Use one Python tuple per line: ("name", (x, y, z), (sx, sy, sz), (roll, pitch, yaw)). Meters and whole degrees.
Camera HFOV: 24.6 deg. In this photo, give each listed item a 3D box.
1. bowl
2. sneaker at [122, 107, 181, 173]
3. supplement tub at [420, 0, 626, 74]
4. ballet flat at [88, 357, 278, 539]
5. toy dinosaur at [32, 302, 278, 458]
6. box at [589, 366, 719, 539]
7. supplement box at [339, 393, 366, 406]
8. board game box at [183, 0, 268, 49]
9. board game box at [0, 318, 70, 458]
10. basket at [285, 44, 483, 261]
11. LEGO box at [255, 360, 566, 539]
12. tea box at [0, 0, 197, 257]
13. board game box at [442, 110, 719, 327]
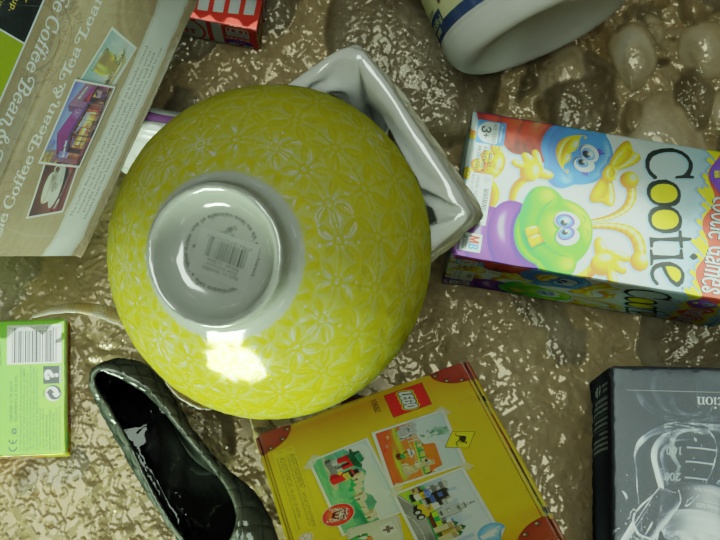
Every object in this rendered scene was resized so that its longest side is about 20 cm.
("bowl", (-0.066, -0.009, 0.941), (0.199, 0.108, 0.202), (1, 92, 14))
("sneaker", (-0.119, -0.059, 1.158), (0.199, 0.075, 0.100), (14, 99, 11))
("supplement tub", (0.091, -0.256, 1.161), (0.144, 0.145, 0.201), (-23, 80, -5))
("ballet flat", (-0.123, 0.144, 1.117), (0.066, 0.057, 0.200), (-44, 73, 12))
("toy dinosaur", (-0.113, 0.050, 1.120), (0.199, 0.058, 0.101), (35, 40, -4))
("box", (0.258, 0.161, 1.107), (0.198, 0.104, 0.183), (1, 81, 0))
("supplement box", (0.010, 0.195, 1.119), (0.108, 0.061, 0.201), (17, 81, 3))
("board game box", (-0.129, -0.275, 1.211), (0.150, 0.046, 0.201), (9, 80, 1))
("board game box", (-0.303, 0.085, 1.153), (0.198, 0.030, 0.096), (-1, 79, -4))
("basket", (-0.031, -0.030, 1.050), (0.200, 0.123, 0.136), (-36, 83, 13))
("LEGO box", (0.031, 0.157, 0.995), (0.148, 0.200, 0.078), (-19, 120, -4))
("tea box", (-0.250, -0.139, 1.091), (0.196, 0.133, 0.201), (32, 103, 21))
("board game box", (0.164, -0.033, 1.141), (0.199, 0.103, 0.106), (9, 80, 1))
